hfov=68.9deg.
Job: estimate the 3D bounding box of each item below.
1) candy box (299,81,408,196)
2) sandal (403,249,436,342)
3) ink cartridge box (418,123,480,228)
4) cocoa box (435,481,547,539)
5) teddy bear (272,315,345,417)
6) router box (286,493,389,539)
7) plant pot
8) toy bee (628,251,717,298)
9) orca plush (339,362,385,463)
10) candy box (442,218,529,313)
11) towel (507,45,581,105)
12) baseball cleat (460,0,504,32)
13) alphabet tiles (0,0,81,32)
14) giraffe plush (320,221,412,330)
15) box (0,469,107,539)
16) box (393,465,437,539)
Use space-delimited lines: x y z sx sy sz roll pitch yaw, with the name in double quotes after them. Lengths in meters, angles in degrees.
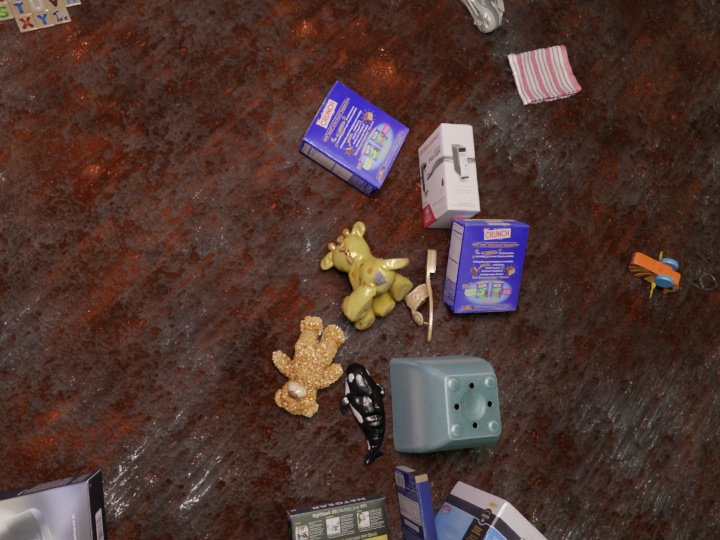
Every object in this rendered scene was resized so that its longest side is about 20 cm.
-0.015 -0.297 1.191 0.198 0.077 0.171 31 72 -11 "candy box"
0.131 0.054 1.189 0.068 0.078 0.216 5 71 4 "sandal"
0.200 -0.214 1.214 0.081 0.147 0.205 0 78 -16 "ink cartridge box"
0.249 0.535 1.050 0.133 0.200 0.132 43 70 -6 "cocoa box"
-0.105 0.192 1.076 0.145 0.067 0.201 41 69 -4 "teddy bear"
-0.041 0.543 1.033 0.196 0.052 0.161 -2 79 -18 "router box"
0.188 0.275 1.084 0.192 0.200 0.201 1 79 -18 "plant pot"
0.805 0.027 1.398 0.131 0.109 0.200 -42 68 -12 "toy bee"
0.014 0.294 1.091 0.103 0.071 0.205 2 78 -17 "orca plush"
0.284 -0.013 1.197 0.165 0.077 0.204 0 108 -18 "candy box"
0.505 -0.540 1.441 0.196 0.030 0.149 -17 84 -20 "towel"
0.316 -0.737 1.408 0.106 0.069 0.203 -32 99 -28 "baseball cleat"
-0.683 -0.590 1.078 0.164 0.006 0.203 -23 87 -20 "alphabet tiles"
0.000 0.000 1.115 0.171 0.201 0.163 -33 61 -17 "giraffe plush"
-0.529 0.460 0.856 0.194 0.123 0.204 -8 81 -18 "box"
0.114 0.507 1.055 0.032 0.121 0.205 -4 81 -19 "box"
